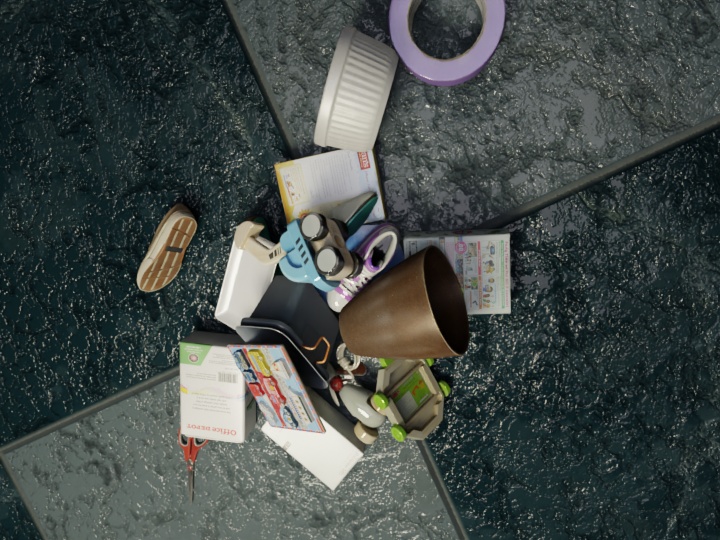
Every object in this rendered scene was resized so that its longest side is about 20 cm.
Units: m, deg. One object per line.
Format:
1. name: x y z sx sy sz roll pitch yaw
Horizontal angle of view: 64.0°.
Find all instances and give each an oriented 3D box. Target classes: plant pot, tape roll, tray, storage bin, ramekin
1. plant pot: 0.066 0.078 1.017 0.196 0.187 0.191 -19 98 26
2. tape roll: 0.149 -0.431 1.000 0.194 0.085 0.206 2 101 9
3. tray: -0.218 0.024 1.128 0.106 0.022 0.204 25 109 18
4. storage bin: -0.114 0.109 1.084 0.142 0.136 0.201 1 142 32
5. ramekin: -0.005 -0.304 0.999 0.102 0.201 0.205 17 104 -4

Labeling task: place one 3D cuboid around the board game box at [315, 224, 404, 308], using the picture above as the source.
1. board game box: -0.010 -0.010 1.135 0.194 0.039 0.163 -2 100 2

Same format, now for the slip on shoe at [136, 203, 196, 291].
1. slip on shoe: -0.404 -0.047 1.189 0.202 0.075 0.061 -57 48 22

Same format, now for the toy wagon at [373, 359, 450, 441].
1. toy wagon: 0.089 0.220 1.114 0.039 0.154 0.203 -24 97 54

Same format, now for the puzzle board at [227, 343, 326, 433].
1. puzzle board: -0.159 0.222 1.075 0.148 0.017 0.204 -4 119 38

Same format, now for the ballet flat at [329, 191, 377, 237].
1. ballet flat: -0.045 -0.074 1.075 0.069 0.069 0.202 34 101 2

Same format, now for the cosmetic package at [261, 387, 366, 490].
1. cosmetic package: -0.093 0.337 1.195 0.198 0.081 0.114 38 103 2

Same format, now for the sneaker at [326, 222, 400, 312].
1. sneaker: 0.000 -0.001 1.058 0.072 0.114 0.202 34 101 -6

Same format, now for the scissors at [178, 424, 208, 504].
1. scissors: -0.390 0.431 1.303 0.071 0.014 0.205 18 104 4

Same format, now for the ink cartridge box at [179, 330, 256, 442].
1. ink cartridge box: -0.296 0.242 1.210 0.141 0.084 0.206 4 101 9

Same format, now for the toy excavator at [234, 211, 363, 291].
1. toy excavator: -0.121 -0.034 1.018 0.198 0.099 0.198 -31 74 21

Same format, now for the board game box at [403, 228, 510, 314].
1. board game box: 0.183 0.003 1.090 0.194 0.064 0.152 -1 102 12

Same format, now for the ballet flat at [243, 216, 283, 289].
1. ballet flat: -0.199 -0.006 1.161 0.071 0.068 0.205 -16 98 33

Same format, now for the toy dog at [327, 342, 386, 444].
1. toy dog: -0.008 0.246 1.172 0.131 0.096 0.203 -34 79 18

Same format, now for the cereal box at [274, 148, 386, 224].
1. cereal box: -0.056 -0.154 1.113 0.194 0.040 0.148 -9 102 11
